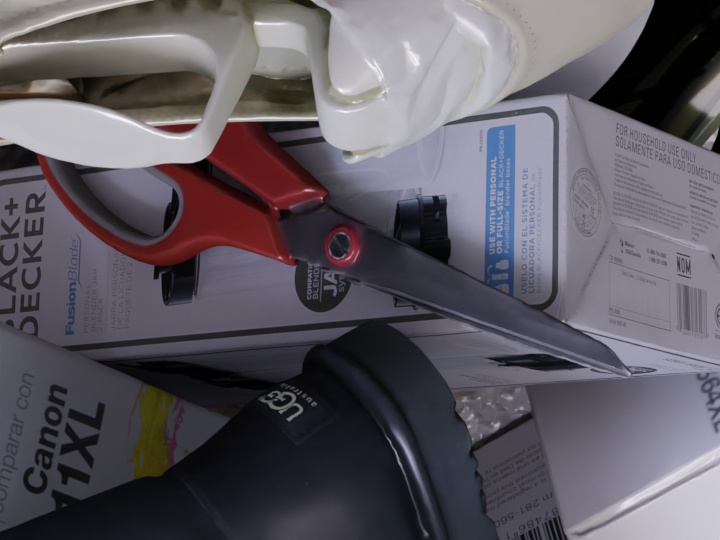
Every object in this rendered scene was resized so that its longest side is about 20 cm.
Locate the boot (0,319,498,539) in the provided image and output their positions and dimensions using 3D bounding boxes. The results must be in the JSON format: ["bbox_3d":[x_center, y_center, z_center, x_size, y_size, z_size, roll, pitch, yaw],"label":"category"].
[{"bbox_3d":[-0.035,0.129,0.696,0.168,0.076,0.201,-28,121,-19],"label":"boot"}]

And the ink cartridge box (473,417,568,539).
[{"bbox_3d":[0.049,0.161,0.903,0.146,0.200,0.084,-30,126,12],"label":"ink cartridge box"}]

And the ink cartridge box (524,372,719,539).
[{"bbox_3d":[0.134,0.077,0.892,0.084,0.146,0.200,-30,126,14],"label":"ink cartridge box"}]

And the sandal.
[{"bbox_3d":[0.128,-0.068,0.819,0.057,0.080,0.201,37,112,-20],"label":"sandal"}]

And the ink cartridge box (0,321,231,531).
[{"bbox_3d":[-0.077,0.112,0.766,0.199,0.147,0.083,25,155,-30],"label":"ink cartridge box"}]

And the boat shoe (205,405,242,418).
[{"bbox_3d":[-0.070,0.066,0.875,0.199,0.065,0.073,14,79,-26],"label":"boat shoe"}]

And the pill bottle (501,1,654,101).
[{"bbox_3d":[-0.009,-0.123,0.731,0.112,0.113,0.200,-37,126,16],"label":"pill bottle"}]

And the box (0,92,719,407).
[{"bbox_3d":[0.000,0.000,0.775,0.199,0.061,0.116,-6,168,34],"label":"box"}]

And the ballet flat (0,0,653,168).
[{"bbox_3d":[-0.023,-0.054,0.674,0.199,0.070,0.070,-2,128,3],"label":"ballet flat"}]

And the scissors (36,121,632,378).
[{"bbox_3d":[-0.014,-0.005,0.711,0.014,0.200,0.073,14,113,-56],"label":"scissors"}]
